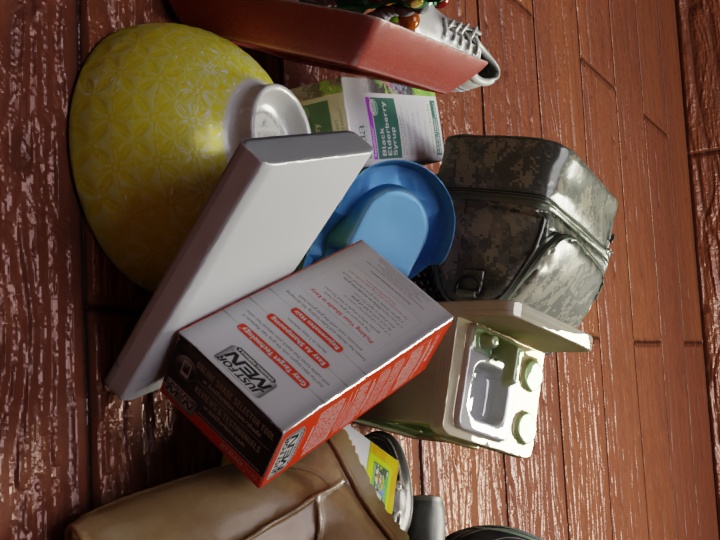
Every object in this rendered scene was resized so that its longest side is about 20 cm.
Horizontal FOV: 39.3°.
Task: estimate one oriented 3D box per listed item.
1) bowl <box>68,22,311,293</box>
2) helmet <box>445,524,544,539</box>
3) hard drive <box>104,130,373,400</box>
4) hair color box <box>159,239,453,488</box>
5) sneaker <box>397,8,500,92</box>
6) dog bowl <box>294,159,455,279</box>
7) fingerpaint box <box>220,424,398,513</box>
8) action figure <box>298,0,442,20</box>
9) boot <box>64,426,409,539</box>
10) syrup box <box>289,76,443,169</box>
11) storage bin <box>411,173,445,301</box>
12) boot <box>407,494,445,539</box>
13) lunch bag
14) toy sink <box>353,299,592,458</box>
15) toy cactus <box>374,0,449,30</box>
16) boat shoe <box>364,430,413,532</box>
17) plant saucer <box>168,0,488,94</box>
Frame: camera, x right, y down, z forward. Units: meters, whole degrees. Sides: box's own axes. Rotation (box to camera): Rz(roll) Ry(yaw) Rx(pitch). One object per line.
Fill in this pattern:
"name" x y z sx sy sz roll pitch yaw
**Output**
"bowl" -0.098 -0.084 0.722 0.200 0.107 0.201 19 68 -60
"helmet" 0.144 0.353 1.003 0.200 0.199 0.192 19 76 -59
"hard drive" -0.081 -0.005 0.677 0.027 0.200 0.132 44 28 16
"hair color box" -0.032 0.057 0.715 0.200 0.101 0.061 -27 151 -48
"sneaker" 0.104 -0.269 1.171 0.200 0.071 0.073 22 65 -59
"dog bowl" 0.000 0.000 0.860 0.111 0.050 0.201 28 87 -25
"fingerpaint box" -0.048 0.220 0.793 0.167 0.073 0.201 45 47 -51
"action figure" -0.003 -0.238 0.830 0.118 0.199 0.055 49 62 -44
"boot" -0.067 0.204 0.660 0.200 0.066 0.176 -21 71 -37
"syrup box" 0.002 -0.131 0.945 0.200 0.081 0.079 -15 96 -63
"storage bin" 0.086 0.009 1.064 0.135 0.093 0.201 -59 136 -48
"boot" 0.060 0.304 0.903 0.072 0.182 0.201 21 70 -24
"lunch bag" 0.153 -0.019 0.964 0.200 0.139 0.168 30 73 -57
"toy sink" 0.087 0.099 0.898 0.130 0.199 0.113 23 71 -42
"toy cactus" -0.006 -0.296 0.916 0.164 0.102 0.200 18 27 -27
"boat shoe" 0.005 0.236 0.891 0.057 0.067 0.201 59 37 -63
"plant saucer" -0.027 -0.180 0.796 0.199 0.199 0.037 -3 108 -60
